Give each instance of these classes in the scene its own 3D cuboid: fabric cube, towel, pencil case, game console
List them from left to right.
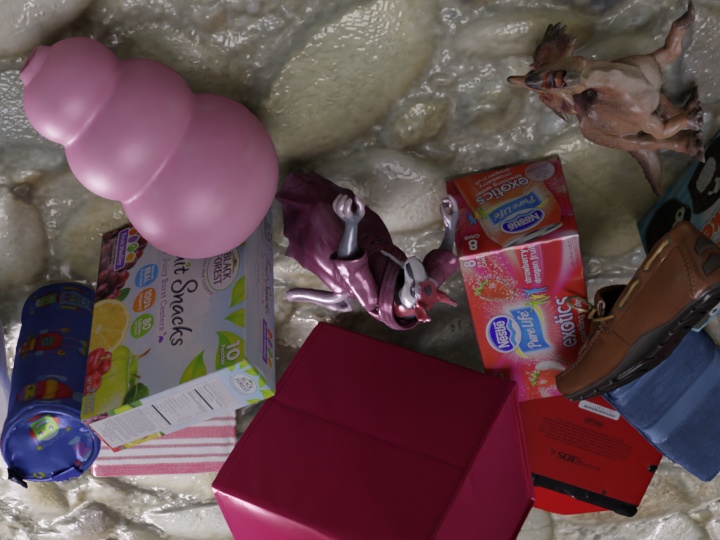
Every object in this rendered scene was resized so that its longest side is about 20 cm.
[{"bbox_3d":[-0.246,0.092,1.102,0.078,0.200,0.087,-15,122,1],"label":"pencil case"},{"bbox_3d":[-0.190,0.125,1.271,0.145,0.030,0.201,-1,133,-5],"label":"towel"},{"bbox_3d":[0.021,0.196,1.186,0.199,0.200,0.197,15,144,26],"label":"fabric cube"},{"bbox_3d":[0.187,0.174,1.363,0.199,0.119,0.173,20,99,-25],"label":"game console"},{"bbox_3d":[0.304,0.115,1.279,0.112,0.049,0.200,-46,126,4],"label":"towel"}]

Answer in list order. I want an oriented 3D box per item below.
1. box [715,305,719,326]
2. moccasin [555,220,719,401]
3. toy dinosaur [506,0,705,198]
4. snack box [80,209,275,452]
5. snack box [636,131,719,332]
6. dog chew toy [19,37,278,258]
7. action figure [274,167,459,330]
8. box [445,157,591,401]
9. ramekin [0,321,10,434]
[{"bbox_3d":[0.399,0.030,1.106,0.199,0.200,0.131,-20,134,15],"label":"box"},{"bbox_3d":[0.211,0.036,1.060,0.073,0.078,0.202,-18,155,-31],"label":"moccasin"},{"bbox_3d":[0.188,-0.127,1.016,0.135,0.086,0.200,-5,153,14],"label":"toy dinosaur"},{"bbox_3d":[-0.139,0.031,1.053,0.142,0.201,0.053,-20,133,14],"label":"snack box"},{"bbox_3d":[0.302,-0.058,1.066,0.037,0.117,0.200,18,131,-23],"label":"snack box"},{"bbox_3d":[-0.158,-0.096,0.986,0.200,0.125,0.124,34,124,-24],"label":"dog chew toy"},{"bbox_3d":[0.000,0.000,1.035,0.133,0.200,0.150,8,112,-34],"label":"action figure"},{"bbox_3d":[0.139,0.014,1.139,0.099,0.096,0.200,-11,136,6],"label":"box"},{"bbox_3d":[-0.397,0.078,1.152,0.201,0.095,0.203,-3,136,-3],"label":"ramekin"}]
